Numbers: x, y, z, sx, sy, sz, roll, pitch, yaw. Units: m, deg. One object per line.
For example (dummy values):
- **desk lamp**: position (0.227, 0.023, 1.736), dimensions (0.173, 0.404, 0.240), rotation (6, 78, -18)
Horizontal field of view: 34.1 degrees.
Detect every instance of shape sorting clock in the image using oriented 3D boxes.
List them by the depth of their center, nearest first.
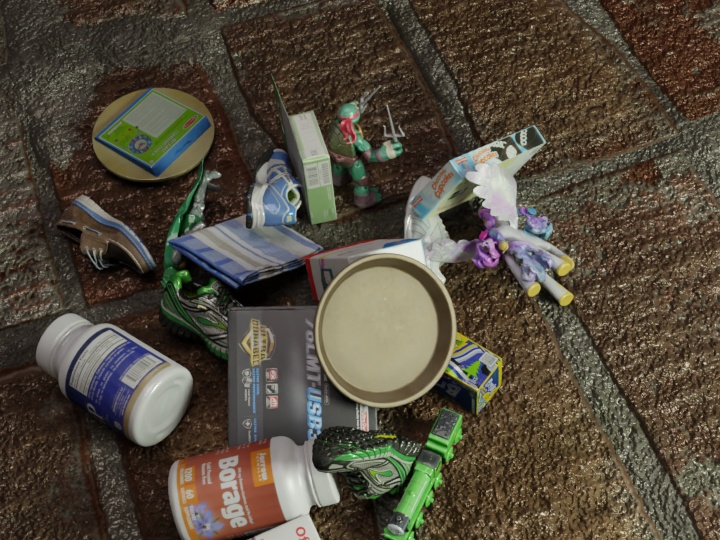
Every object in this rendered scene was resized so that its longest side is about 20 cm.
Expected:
- **shape sorting clock**: position (-0.338, -0.221, 1.918), dimensions (0.198, 0.039, 0.201), rotation (-2, 52, 2)

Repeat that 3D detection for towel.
- **towel**: position (-0.163, -0.035, 1.715), dimensions (0.146, 0.024, 0.200), rotation (30, 30, 25)

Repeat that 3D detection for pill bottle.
- **pill bottle**: position (-0.132, 0.272, 1.473), dimensions (0.199, 0.112, 0.113), rotation (-14, 53, 3)
- **pill bottle**: position (-0.338, 0.142, 1.596), dimensions (0.199, 0.120, 0.120), rotation (28, 60, 23)

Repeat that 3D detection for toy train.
- **toy train**: position (0.082, 0.265, 1.508), dimensions (0.042, 0.057, 0.201), rotation (20, 57, 16)

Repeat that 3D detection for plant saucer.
- **plant saucer**: position (0.030, 0.077, 1.527), dimensions (0.199, 0.029, 0.202), rotation (-1, 92, -20)

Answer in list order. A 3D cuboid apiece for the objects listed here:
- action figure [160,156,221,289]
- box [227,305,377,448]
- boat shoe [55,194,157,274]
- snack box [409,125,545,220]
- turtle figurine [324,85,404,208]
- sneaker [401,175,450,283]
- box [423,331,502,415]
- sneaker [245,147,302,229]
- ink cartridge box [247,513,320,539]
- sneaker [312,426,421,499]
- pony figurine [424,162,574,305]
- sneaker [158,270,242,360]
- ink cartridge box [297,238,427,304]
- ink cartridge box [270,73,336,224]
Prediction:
- **action figure**: position (-0.257, -0.056, 1.762), dimensions (0.054, 0.118, 0.201), rotation (15, 64, 3)
- **box**: position (-0.077, 0.148, 1.563), dimensions (0.197, 0.050, 0.201), rotation (-1, 78, 0)
- **boat shoe**: position (-0.386, -0.038, 1.773), dimensions (0.072, 0.072, 0.200), rotation (-43, 51, -19)
- **snack box**: position (0.174, -0.144, 1.729), dimensions (0.199, 0.116, 0.037), rotation (-25, 76, -41)
- **turtle figurine**: position (-0.006, -0.195, 1.768), dimensions (0.100, 0.201, 0.150), rotation (-14, 51, -16)
- **sneaker**: position (0.098, -0.048, 1.742), dimensions (0.080, 0.071, 0.201), rotation (8, 61, 3)
- **box**: position (0.096, 0.112, 1.613), dimensions (0.199, 0.070, 0.064), rotation (31, 62, 25)
- **sneaker**: position (-0.125, -0.121, 1.790), dimensions (0.076, 0.076, 0.200), rotation (5, 36, 2)
- **ink cartridge box**: position (-0.120, 0.402, 1.404), dimensions (0.199, 0.085, 0.146), rotation (-23, 55, -12)
- **sneaker**: position (0.008, 0.243, 1.445), dimensions (0.078, 0.200, 0.086), rotation (14, 88, 36)
- **pony figurine**: position (0.206, -0.043, 1.668), dimensions (0.200, 0.193, 0.167), rotation (47, 110, 33)
- **sneaker**: position (-0.196, 0.065, 1.643), dimensions (0.199, 0.086, 0.078), rotation (21, 30, 18)
- **ink cartridge box**: position (0.000, 0.000, 1.638), dimensions (0.116, 0.200, 0.068), rotation (-14, 96, -22)
- **ink cartridge box**: position (-0.087, -0.192, 1.808), dimensions (0.048, 0.146, 0.201), rotation (-14, 53, -5)
